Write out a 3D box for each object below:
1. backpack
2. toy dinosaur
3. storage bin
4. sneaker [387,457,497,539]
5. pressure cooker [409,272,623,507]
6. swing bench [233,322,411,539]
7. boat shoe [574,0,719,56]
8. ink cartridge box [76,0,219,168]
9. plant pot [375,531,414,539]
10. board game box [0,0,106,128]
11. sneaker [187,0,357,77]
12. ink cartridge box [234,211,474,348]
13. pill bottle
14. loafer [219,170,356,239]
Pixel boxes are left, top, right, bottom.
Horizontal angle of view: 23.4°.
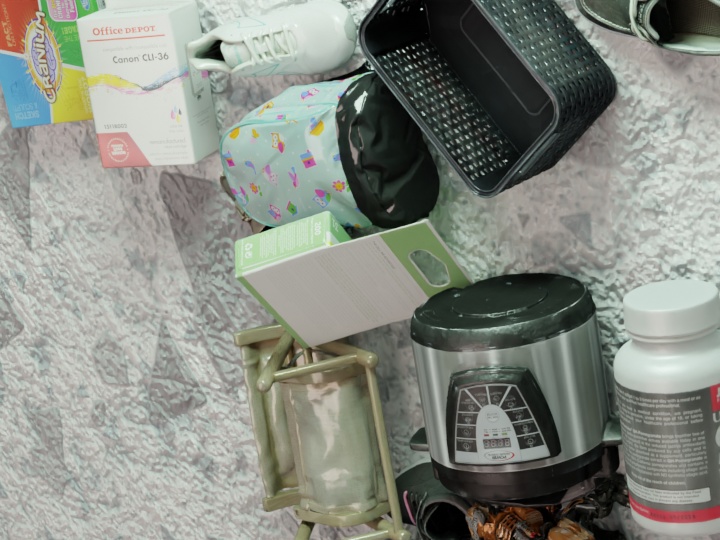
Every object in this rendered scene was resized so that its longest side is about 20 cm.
[{"bbox_3d":[-0.035,-0.114,1.661,0.199,0.126,0.169,2,111,44],"label":"backpack"},{"bbox_3d":[0.196,0.253,1.601,0.199,0.135,0.103,37,129,25],"label":"toy dinosaur"},{"bbox_3d":[0.109,-0.183,1.521,0.201,0.093,0.135,52,134,12],"label":"storage bin"},{"bbox_3d":[0.071,0.236,1.736,0.199,0.099,0.071,-15,100,47],"label":"sneaker"},{"bbox_3d":[0.142,0.118,1.568,0.175,0.177,0.202,21,124,61],"label":"pressure cooker"},{"bbox_3d":[-0.043,0.167,1.769,0.200,0.128,0.201,-131,31,-74],"label":"swing bench"},{"bbox_3d":[0.247,-0.214,1.394,0.199,0.071,0.073,13,116,40],"label":"boat shoe"},{"bbox_3d":[-0.225,-0.214,1.813,0.115,0.067,0.202,-1,108,23],"label":"ink cartridge box"},{"bbox_3d":[0.044,0.342,1.767,0.199,0.199,0.136,10,79,40],"label":"plant pot"},{"bbox_3d":[-0.335,-0.243,1.943,0.199,0.040,0.155,-2,107,43],"label":"board game box"},{"bbox_3d":[-0.087,-0.217,1.699,0.199,0.080,0.071,-4,104,42],"label":"sneaker"},{"bbox_3d":[0.000,0.000,1.640,0.198,0.146,0.048,-17,52,20],"label":"ink cartridge box"},{"bbox_3d":[0.275,0.115,1.485,0.110,0.110,0.202,5,112,41],"label":"pill bottle"},{"bbox_3d":[-0.078,-0.043,1.765,0.199,0.063,0.072,36,154,24],"label":"loafer"}]
